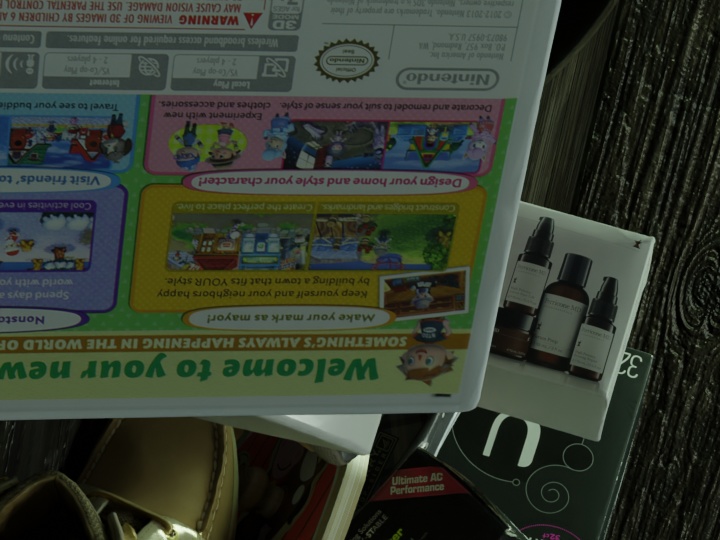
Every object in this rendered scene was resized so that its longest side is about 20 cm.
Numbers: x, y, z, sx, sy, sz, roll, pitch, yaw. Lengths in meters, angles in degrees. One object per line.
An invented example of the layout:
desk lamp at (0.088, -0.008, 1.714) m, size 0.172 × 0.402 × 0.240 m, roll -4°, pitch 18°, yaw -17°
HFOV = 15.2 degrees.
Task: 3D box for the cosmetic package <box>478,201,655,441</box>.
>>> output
cosmetic package at (0.021, 0.002, 1.176) m, size 0.051 × 0.199 × 0.083 m, roll 91°, pitch 17°, yaw -61°

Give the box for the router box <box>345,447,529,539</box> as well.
router box at (0.004, 0.189, 1.208) m, size 0.200 × 0.062 × 0.150 m, roll -47°, pitch 150°, yaw -3°

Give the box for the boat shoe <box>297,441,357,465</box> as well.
boat shoe at (0.000, 0.000, 1.064) m, size 0.073 × 0.074 × 0.200 m, roll -47°, pitch -159°, yaw 21°

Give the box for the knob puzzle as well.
knob puzzle at (-0.057, 0.116, 1.147) m, size 0.220 × 0.030 × 0.220 m, roll -51°, pitch -161°, yaw 24°

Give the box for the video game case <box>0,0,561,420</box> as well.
video game case at (-0.053, -0.039, 0.678) m, size 0.022 × 0.199 × 0.183 m, roll -109°, pitch -157°, yaw -52°

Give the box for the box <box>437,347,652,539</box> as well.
box at (0.048, 0.108, 1.543) m, size 0.125 × 0.199 × 0.149 m, roll 95°, pitch 13°, yaw -57°

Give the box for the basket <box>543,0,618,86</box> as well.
basket at (-0.014, -0.147, 0.766) m, size 0.180 × 0.136 × 0.201 m, roll -37°, pitch -140°, yaw 30°

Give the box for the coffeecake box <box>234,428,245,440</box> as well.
coffeecake box at (-0.022, 0.002, 1.321) m, size 0.154 × 0.073 × 0.201 m, roll 91°, pitch 16°, yaw -55°

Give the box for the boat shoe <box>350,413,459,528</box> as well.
boat shoe at (0.019, 0.038, 1.224) m, size 0.066 × 0.070 × 0.201 m, roll 84°, pitch 31°, yaw -67°

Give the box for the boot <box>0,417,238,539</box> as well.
boot at (-0.100, 0.103, 1.023) m, size 0.156 × 0.072 × 0.201 m, roll 87°, pitch 23°, yaw -61°

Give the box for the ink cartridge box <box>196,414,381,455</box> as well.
ink cartridge box at (-0.037, -0.051, 0.922) m, size 0.145 × 0.084 × 0.201 m, roll 24°, pitch 81°, yaw -52°
